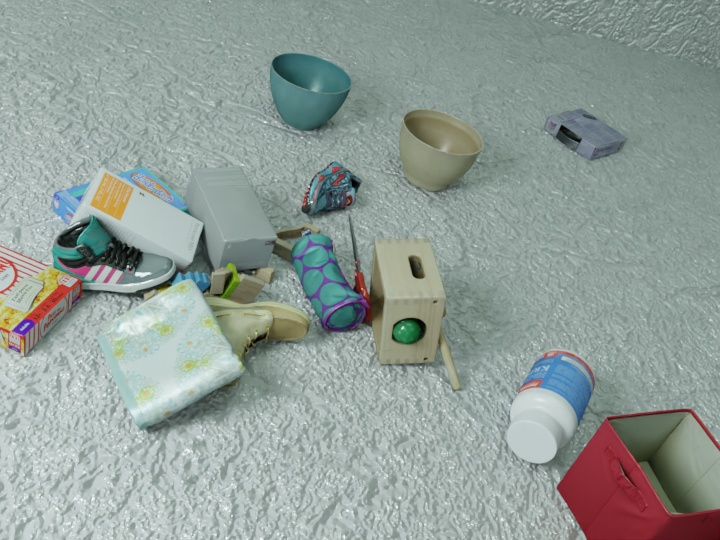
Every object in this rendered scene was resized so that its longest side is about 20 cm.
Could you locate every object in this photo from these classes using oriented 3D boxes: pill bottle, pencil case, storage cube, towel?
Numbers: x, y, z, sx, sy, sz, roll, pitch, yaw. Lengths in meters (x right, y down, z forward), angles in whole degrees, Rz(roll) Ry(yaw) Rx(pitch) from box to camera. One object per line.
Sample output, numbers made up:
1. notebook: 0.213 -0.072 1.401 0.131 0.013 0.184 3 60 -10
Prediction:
1. pill bottle: 0.316 0.226 1.271 0.112 0.113 0.200 30 37 14
2. pencil case: -0.060 0.018 1.383 0.092 0.085 0.200 -30 50 2
3. storage cube: 0.436 0.334 1.135 0.199 0.180 0.171 1 41 -25
4. towel: -0.286 0.118 1.130 0.171 0.048 0.200 -30 54 -10

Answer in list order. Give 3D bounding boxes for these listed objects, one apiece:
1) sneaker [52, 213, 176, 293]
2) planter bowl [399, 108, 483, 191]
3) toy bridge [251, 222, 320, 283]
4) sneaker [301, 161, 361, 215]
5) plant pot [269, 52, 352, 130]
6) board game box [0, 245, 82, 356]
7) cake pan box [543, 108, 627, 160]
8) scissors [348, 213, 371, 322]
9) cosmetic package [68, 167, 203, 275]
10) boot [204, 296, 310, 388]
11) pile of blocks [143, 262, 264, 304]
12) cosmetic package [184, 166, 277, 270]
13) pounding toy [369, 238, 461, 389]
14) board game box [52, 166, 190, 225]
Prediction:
1. sneaker: -0.404 -0.033 1.224 0.199 0.121 0.084 -1 45 1
2. planter bowl: 0.177 -0.276 1.818 0.199 0.135 0.201 12 38 -9
3. toy bridge: -0.153 -0.043 1.467 0.067 0.027 0.200 28 38 13
4. sneaker: -0.055 -0.170 1.629 0.095 0.079 0.200 27 38 7
5. plant pot: -0.134 -0.425 1.863 0.199 0.135 0.200 13 37 -10
6. board game box: -0.560 0.034 1.172 0.199 0.046 0.152 22 37 3
7. cake pan box: 0.674 -0.411 2.281 0.200 0.052 0.184 -21 51 -41
8. scissors: 0.000 0.000 1.352 0.014 0.201 0.073 -13 34 -17
9. cosmetic package: -0.381 -0.077 1.307 0.200 0.071 0.102 30 42 -25
10. boot: -0.179 0.118 1.216 0.199 0.073 0.156 9 38 -11
11. pile of blocks: -0.268 0.017 1.296 0.199 0.082 0.062 -2 42 -25
12. cosmetic package: -0.240 -0.097 1.393 0.106 0.090 0.200 -4 51 -30
13. pounding toy: 0.099 0.077 1.324 0.142 0.185 0.200 -2 40 -7
14. board game box: -0.439 -0.115 1.414 0.152 0.045 0.200 38 41 22
